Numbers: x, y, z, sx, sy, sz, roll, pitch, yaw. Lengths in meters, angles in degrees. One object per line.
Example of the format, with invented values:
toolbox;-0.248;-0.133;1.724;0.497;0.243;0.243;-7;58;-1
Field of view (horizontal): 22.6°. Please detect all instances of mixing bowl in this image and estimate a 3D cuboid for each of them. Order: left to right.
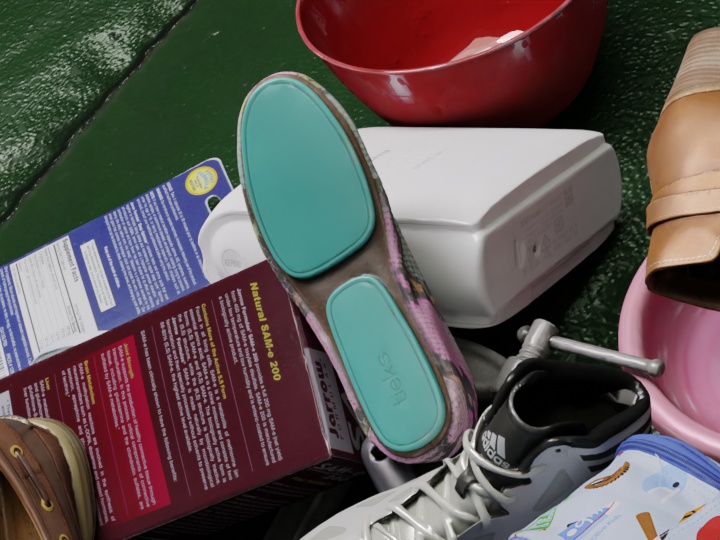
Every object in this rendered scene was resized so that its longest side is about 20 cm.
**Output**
mixing bowl;0.070;-0.146;1.108;0.199;0.109;0.201;-14;41;12

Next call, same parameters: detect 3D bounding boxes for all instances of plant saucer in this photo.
plant saucer;0.227;0.030;0.877;0.199;0.051;0.201;-15;41;14

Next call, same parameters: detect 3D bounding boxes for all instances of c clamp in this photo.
c clamp;0.032;0.101;0.888;0.170;0.027;0.201;19;71;46

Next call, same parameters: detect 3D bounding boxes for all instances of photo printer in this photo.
photo printer;0.022;-0.029;0.998;0.199;0.070;0.166;4;23;35

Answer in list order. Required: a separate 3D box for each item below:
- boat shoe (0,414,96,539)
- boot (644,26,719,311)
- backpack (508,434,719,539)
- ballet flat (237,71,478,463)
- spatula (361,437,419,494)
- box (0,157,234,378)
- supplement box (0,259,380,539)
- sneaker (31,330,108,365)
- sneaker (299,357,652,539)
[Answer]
boat shoe;-0.155;0.164;0.863;0.072;0.067;0.201;-26;70;20
boot;0.235;-0.050;0.868;0.199;0.077;0.156;5;55;18
backpack;0.148;0.149;0.690;0.154;0.201;0.190;-36;36;-23
ballet flat;0.000;0.000;0.873;0.069;0.071;0.201;-29;80;16
spatula;0.048;0.153;0.815;0.056;0.021;0.200;-31;56;0
box;-0.157;0.014;1.112;0.199;0.032;0.121;-28;40;0
supplement box;-0.098;0.081;0.924;0.199;0.061;0.109;-23;69;22
sneaker;-0.091;0.059;1.013;0.199;0.073;0.071;1;23;27
sneaker;0.037;0.093;0.772;0.200;0.116;0.076;-24;54;-14
